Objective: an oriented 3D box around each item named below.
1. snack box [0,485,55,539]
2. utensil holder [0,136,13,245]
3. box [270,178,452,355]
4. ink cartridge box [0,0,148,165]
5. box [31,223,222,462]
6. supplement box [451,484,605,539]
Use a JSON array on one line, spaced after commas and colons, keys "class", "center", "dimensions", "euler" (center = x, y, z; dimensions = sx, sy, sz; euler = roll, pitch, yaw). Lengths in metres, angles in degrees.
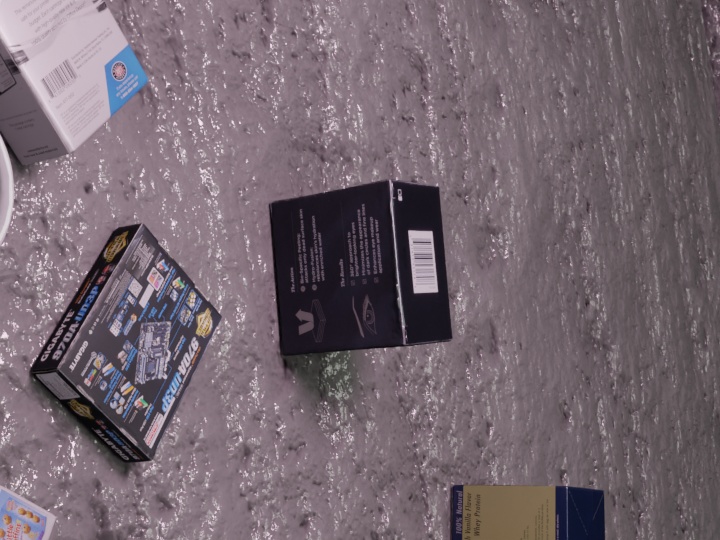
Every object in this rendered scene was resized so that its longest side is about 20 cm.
[{"class": "snack box", "center": [-0.321, 0.288, 0.963], "dimensions": [0.072, 0.024, 0.202], "euler": [44, 50, -42]}, {"class": "utensil holder", "center": [-0.388, -0.062, 0.884], "dimensions": [0.168, 0.198, 0.173], "euler": [-4, 96, -43]}, {"class": "box", "center": [0.000, 0.000, 1.451], "dimensions": [0.117, 0.198, 0.200], "euler": [0, 84, -54]}, {"class": "ink cartridge box", "center": [-0.321, -0.232, 1.136], "dimensions": [0.202, 0.085, 0.147], "euler": [62, 40, -25]}, {"class": "box", "center": [-0.242, 0.076, 1.226], "dimensions": [0.159, 0.045, 0.202], "euler": [53, 44, -35]}, {"class": "supplement box", "center": [0.253, 0.429, 1.733], "dimensions": [0.134, 0.198, 0.203], "euler": [19, 69, -51]}]
